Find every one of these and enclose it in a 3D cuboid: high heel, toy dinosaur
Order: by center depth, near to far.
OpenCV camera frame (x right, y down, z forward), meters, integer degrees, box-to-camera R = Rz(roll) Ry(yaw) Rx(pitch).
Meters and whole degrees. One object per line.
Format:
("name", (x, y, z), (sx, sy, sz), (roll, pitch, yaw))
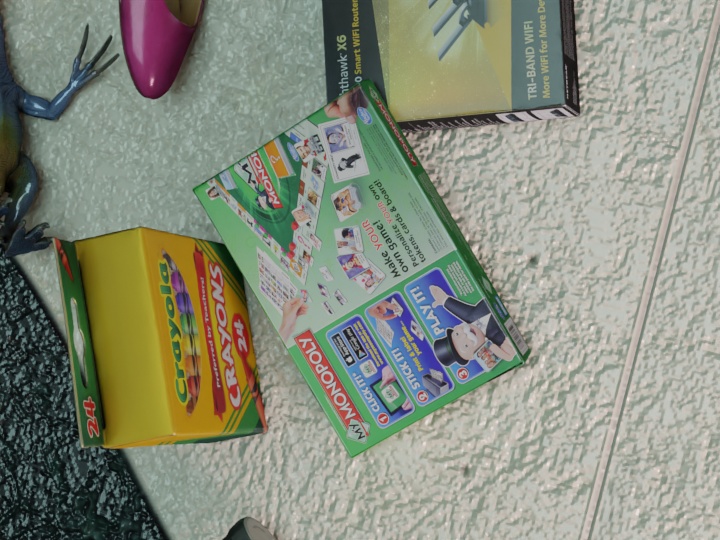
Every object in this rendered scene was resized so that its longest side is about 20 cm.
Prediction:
("high heel", (-0.101, -0.211, 1.238), (0.095, 0.067, 0.202), (3, 84, 28))
("toy dinosaur", (-0.264, -0.104, 1.280), (0.199, 0.105, 0.183), (-36, 57, 25))

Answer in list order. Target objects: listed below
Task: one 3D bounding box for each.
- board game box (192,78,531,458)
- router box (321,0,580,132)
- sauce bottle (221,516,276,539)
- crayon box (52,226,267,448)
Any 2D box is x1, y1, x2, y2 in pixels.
("board game box", (0.000, 0.000, 1.189), (0.134, 0.029, 0.201), (-30, 92, 20))
("router box", (0.055, -0.192, 1.200), (0.156, 0.052, 0.202), (-5, 85, 17))
("sauce bottle", (-0.134, 0.237, 1.229), (0.200, 0.065, 0.065), (-43, 76, 9))
("crayon box", (-0.120, 0.044, 1.163), (0.050, 0.200, 0.128), (-11, 84, 16))
